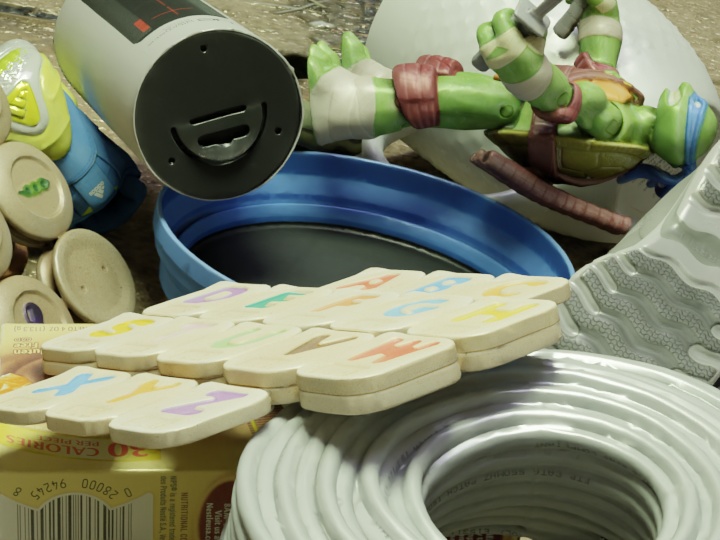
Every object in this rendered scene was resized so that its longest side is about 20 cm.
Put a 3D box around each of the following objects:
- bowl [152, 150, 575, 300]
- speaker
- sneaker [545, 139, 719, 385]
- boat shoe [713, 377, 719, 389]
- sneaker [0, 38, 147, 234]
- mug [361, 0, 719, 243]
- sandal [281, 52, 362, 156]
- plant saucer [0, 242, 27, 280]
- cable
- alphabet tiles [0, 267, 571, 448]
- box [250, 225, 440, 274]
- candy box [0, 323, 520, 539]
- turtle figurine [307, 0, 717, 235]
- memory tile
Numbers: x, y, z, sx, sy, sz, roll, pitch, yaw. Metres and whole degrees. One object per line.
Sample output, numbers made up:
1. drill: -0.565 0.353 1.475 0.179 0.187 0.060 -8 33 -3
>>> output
1. bowl: 0.000 0.000 0.933 0.200 0.039 0.201 11 24 -5
2. speaker: -0.093 -0.095 0.969 0.081 0.081 0.200 2 16 -19
3. sneaker: 0.135 0.019 0.891 0.075 0.082 0.200 45 62 7
4. boat shoe: 0.235 0.069 0.943 0.199 0.073 0.063 2 69 -31
5. sneaker: -0.169 -0.060 1.029 0.105 0.076 0.200 50 -4 -14
6. mug: 0.092 -0.086 1.107 0.200 0.148 0.175 -31 51 -27
7. sandal: -0.038 -0.092 1.094 0.080 0.058 0.201 1 2 0
8. plant saucer: -0.243 -0.049 0.913 0.200 0.032 0.200 29 12 -7
9. cable: 0.053 0.093 0.637 0.199 0.069 0.200 7 30 8
10. alphabet tiles: -0.028 0.025 0.718 0.195 0.015 0.200 -18 13 -38
11. box: 0.023 0.037 0.937 0.199 0.021 0.163 18 25 16
12. candy box: -0.044 0.069 0.780 0.199 0.055 0.116 1 27 -8
13. turtle figurine: 0.076 -0.121 0.980 0.193 0.200 0.144 -1 43 15
14. memory tile: -0.182 -0.010 0.842 0.154 0.017 0.200 58 31 -5
